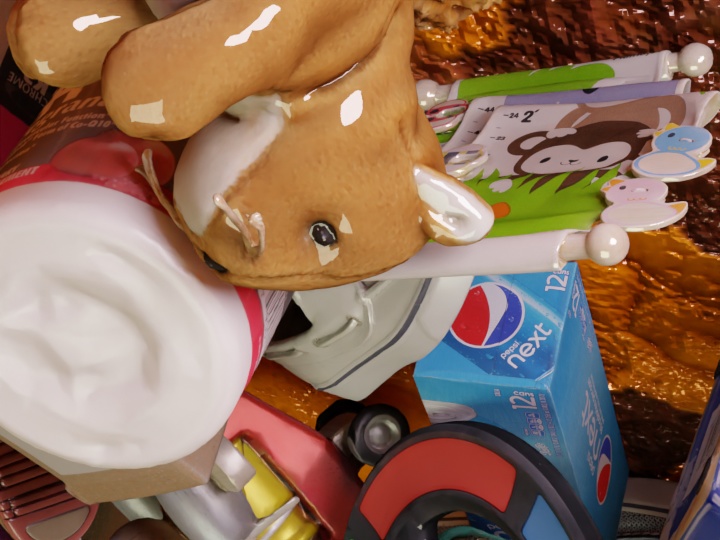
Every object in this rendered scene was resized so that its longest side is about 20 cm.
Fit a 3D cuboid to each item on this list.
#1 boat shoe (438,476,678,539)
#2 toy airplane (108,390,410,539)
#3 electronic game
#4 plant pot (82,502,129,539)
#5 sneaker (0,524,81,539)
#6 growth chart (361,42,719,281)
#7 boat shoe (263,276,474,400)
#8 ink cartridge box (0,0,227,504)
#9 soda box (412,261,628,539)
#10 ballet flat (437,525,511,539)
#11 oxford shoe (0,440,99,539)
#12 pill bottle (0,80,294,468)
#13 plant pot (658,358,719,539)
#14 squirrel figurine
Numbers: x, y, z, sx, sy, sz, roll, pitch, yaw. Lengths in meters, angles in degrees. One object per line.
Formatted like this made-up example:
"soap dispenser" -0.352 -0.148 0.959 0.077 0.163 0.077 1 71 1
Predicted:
"boat shoe" 0.102 0.165 1.238 0.200 0.093 0.075 -10 142 37
"toy airplane" -0.091 0.092 1.153 0.199 0.141 0.200 22 171 30
"electronic game" 0.051 0.165 1.042 0.042 0.200 0.200 -6 165 -35
"plant pot" -0.226 0.167 1.313 0.196 0.196 0.200 13 140 4
"sneaker" -0.126 0.150 1.102 0.083 0.200 0.081 -34 170 26
"growth chart" 0.057 -0.038 0.839 0.145 0.200 0.018 -8 111 23
"boat shoe" 0.000 0.000 1.034 0.066 0.072 0.200 17 159 -13
"ink cartridge box" -0.125 -0.026 0.945 0.075 0.165 0.200 -11 142 40
"soda box" 0.078 0.073 1.116 0.064 0.068 0.200 4 149 18
"ballet flat" 0.114 0.167 1.132 0.200 0.067 0.070 15 137 -7
"oxford shoe" -0.168 0.030 1.077 0.070 0.200 0.075 -13 178 -37
"pill bottle" -0.066 -0.030 0.859 0.111 0.200 0.111 9 126 12
"plant pot" 0.224 0.091 0.959 0.180 0.200 0.200 21 151 5
"squirrel figurine" -0.007 -0.096 0.736 0.142 0.200 0.187 10 132 51
